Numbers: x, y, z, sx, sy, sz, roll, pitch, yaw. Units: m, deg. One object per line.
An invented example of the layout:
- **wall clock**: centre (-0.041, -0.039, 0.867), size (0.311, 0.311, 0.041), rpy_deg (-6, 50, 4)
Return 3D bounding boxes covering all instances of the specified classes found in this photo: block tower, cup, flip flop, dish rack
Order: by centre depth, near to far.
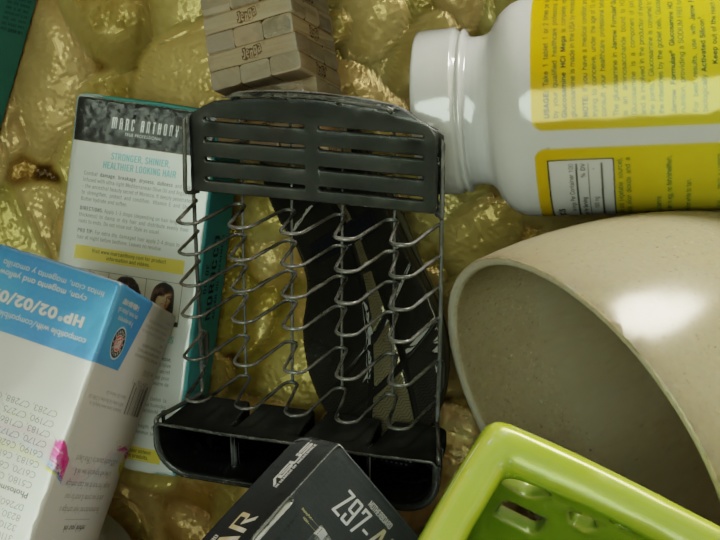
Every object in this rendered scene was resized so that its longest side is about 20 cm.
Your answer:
- **cup**: centre (0.160, 0.050, 0.717), size (0.143, 0.200, 0.200), rpy_deg (-30, 87, -21)
- **dish rack**: centre (-0.027, 0.012, 0.733), size (0.153, 0.055, 0.200), rpy_deg (6, 110, 15)
- **block tower**: centre (-0.052, -0.154, 0.781), size (0.054, 0.058, 0.200), rpy_deg (-11, 80, 21)
- **flip flop**: centre (0.000, 0.000, 0.804), size (0.081, 0.058, 0.200), rpy_deg (-25, 73, 18)

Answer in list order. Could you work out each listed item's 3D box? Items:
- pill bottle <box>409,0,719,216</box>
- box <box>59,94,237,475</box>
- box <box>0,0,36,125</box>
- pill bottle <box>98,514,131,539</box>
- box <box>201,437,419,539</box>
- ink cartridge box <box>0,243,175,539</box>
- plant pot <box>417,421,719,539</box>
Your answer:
- **pill bottle**: centre (0.129, -0.085, 0.741), size (0.200, 0.112, 0.113), rpy_deg (-1, 93, 11)
- **box**: centre (-0.123, 0.007, 0.819), size (0.082, 0.049, 0.200), rpy_deg (9, 95, 10)
- **box**: centre (-0.254, -0.093, 0.847), size (0.082, 0.049, 0.200), rpy_deg (18, 96, 10)
- **pill bottle**: centre (-0.209, 0.224, 0.826), size (0.111, 0.111, 0.200), rpy_deg (31, 99, 8)
- **box**: centre (-0.012, 0.205, 0.700), size (0.160, 0.044, 0.200), rpy_deg (-47, 110, -21)
- **ink cartridge box**: centre (-0.165, 0.099, 0.720), size (0.068, 0.115, 0.200), rpy_deg (17, 82, 9)
- **plant pot**: centre (0.085, 0.203, 0.605), size (0.199, 0.182, 0.200), rpy_deg (28, 74, 5)
